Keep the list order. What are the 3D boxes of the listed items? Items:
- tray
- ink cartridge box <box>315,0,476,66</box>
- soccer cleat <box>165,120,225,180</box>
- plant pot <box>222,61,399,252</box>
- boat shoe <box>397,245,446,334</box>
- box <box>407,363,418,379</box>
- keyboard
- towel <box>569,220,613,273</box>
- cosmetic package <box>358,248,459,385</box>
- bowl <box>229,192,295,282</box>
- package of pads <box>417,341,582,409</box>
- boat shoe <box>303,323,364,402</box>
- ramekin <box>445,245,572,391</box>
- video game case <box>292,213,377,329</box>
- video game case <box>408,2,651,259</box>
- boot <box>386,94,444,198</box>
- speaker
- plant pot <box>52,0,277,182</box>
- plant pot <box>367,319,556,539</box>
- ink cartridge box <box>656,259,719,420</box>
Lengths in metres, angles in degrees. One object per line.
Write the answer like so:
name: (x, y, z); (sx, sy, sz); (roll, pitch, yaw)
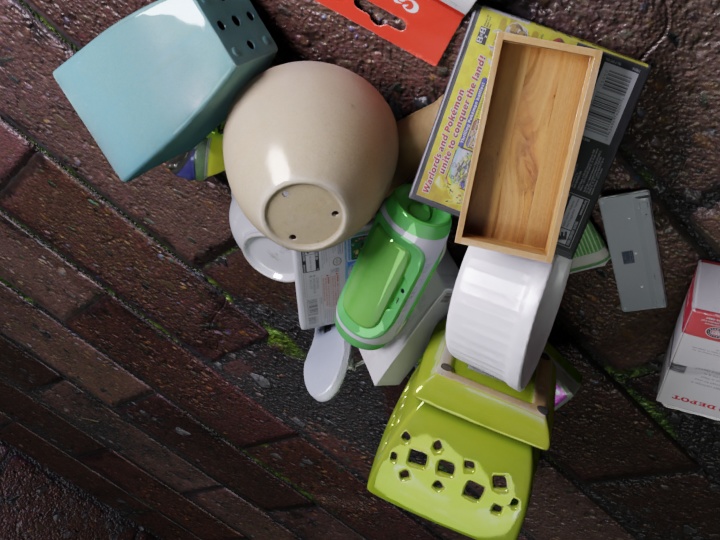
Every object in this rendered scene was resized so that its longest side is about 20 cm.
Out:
tray: (0.159, -0.117, 0.794); (0.097, 0.037, 0.203); (12, 106, 6)
ink cartridge box: (0.038, -0.289, 0.779); (0.158, 0.048, 0.201); (27, 142, -4)
soccer cleat: (-0.174, -0.172, 1.059); (0.083, 0.066, 0.199); (13, 153, -41)
plant pot: (-0.055, -0.098, 0.879); (0.197, 0.136, 0.202); (0, 132, 0)
boat shoe: (0.041, 0.019, 1.073); (0.062, 0.075, 0.201); (-1, 134, -37)
box: (0.171, 0.160, 1.276); (0.197, 0.050, 0.159); (5, 139, 24)
keyboard: (0.328, -0.018, 0.985); (0.055, 0.011, 0.201); (-4, 136, 24)
towel: (0.199, -0.063, 1.000); (0.151, 0.024, 0.200); (-16, 127, 41)
cosmetic package: (0.068, 0.064, 1.128); (0.050, 0.083, 0.201); (2, 136, -35)
bowl: (-0.103, -0.048, 1.135); (0.198, 0.091, 0.202); (16, 145, 12)
package of pads: (0.184, 0.134, 1.149); (0.200, 0.068, 0.155); (44, 125, 1)
boat shoe: (-0.032, 0.121, 1.220); (0.074, 0.204, 0.086); (-26, 128, 22)
ramekin: (0.172, 0.027, 0.946); (0.097, 0.202, 0.202); (19, 145, 20)
video game case: (0.000, 0.000, 1.115); (0.179, 0.024, 0.201); (-12, 143, -9)
video game case: (0.164, -0.137, 0.821); (0.178, 0.026, 0.203); (21, 106, 4)
boot: (0.112, -0.117, 0.932); (0.176, 0.066, 0.199); (55, 138, -3)
speaker: (0.036, 0.000, 0.965); (0.087, 0.089, 0.201); (24, 127, -1)
plant pot: (-0.200, -0.223, 0.905); (0.199, 0.141, 0.142); (-27, 100, 35)
plant pot: (0.141, 0.189, 1.035); (0.197, 0.199, 0.184); (21, 118, 6)
ink cartridge box: (0.454, 0.094, 0.997); (0.145, 0.084, 0.201); (14, 143, 15)
